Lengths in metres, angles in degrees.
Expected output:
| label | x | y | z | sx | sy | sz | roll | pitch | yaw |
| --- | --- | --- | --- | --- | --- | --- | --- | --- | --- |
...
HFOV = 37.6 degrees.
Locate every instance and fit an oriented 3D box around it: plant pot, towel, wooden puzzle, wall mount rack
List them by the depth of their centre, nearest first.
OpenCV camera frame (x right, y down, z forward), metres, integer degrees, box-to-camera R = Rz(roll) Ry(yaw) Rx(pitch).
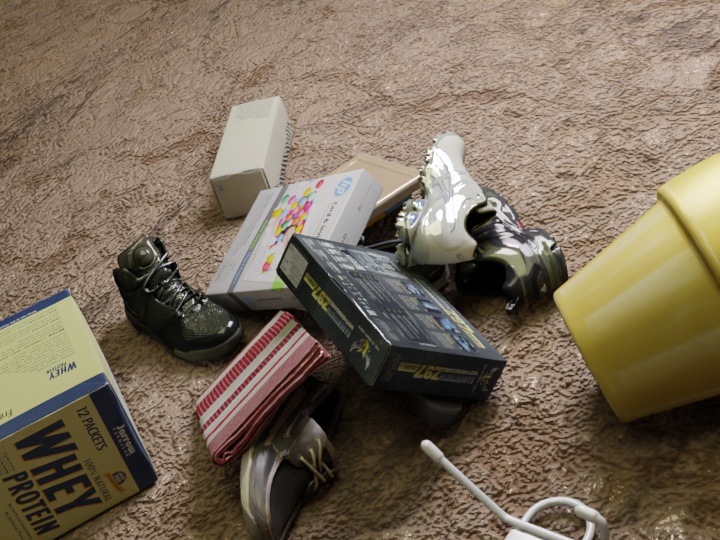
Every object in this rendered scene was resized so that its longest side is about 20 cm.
| label | x | y | z | sx | sy | sz | roll | pitch | yaw |
| --- | --- | --- | --- | --- | --- | --- | --- | --- | --- |
| wall mount rack | 0.094 | 0.224 | 0.832 | 0.172 | 0.075 | 0.200 | 13 | 45 | 37 |
| plant pot | 0.280 | 0.033 | 0.921 | 0.187 | 0.202 | 0.202 | -31 | 33 | 11 |
| towel | -0.103 | 0.110 | 1.036 | 0.144 | 0.023 | 0.200 | -46 | 15 | -4 |
| wooden puzzle | -0.022 | -0.081 | 1.320 | 0.184 | 0.038 | 0.199 | -33 | 24 | -20 |

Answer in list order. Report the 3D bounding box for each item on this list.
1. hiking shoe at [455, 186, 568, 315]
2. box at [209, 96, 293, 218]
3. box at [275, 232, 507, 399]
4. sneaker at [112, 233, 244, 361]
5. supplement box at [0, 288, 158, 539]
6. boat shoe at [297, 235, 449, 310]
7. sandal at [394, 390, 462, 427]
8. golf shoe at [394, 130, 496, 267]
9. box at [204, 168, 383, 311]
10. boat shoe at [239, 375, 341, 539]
| label | x | y | z | sx | sy | sz | roll | pitch | yaw |
| --- | --- | --- | --- | --- | --- | --- | --- | --- | --- |
| hiking shoe | 0.133 | -0.025 | 1.151 | 0.100 | 0.077 | 0.200 | -28 | 37 | -19 |
| box | -0.149 | -0.161 | 1.473 | 0.081 | 0.069 | 0.201 | -10 | 36 | 13 |
| box | 0.027 | 0.044 | 1.032 | 0.156 | 0.052 | 0.200 | 10 | 26 | -40 |
| sneaker | -0.218 | 0.031 | 1.209 | 0.076 | 0.115 | 0.198 | -40 | 42 | -26 |
| supplement box | -0.340 | 0.158 | 1.072 | 0.198 | 0.136 | 0.200 | -28 | 35 | -13 |
| boat shoe | 0.000 | 0.000 | 1.190 | 0.197 | 0.062 | 0.076 | -6 | 41 | 20 |
| sandal | 0.028 | 0.093 | 1.054 | 0.075 | 0.043 | 0.201 | 14 | 24 | -33 |
| golf shoe | 0.103 | -0.074 | 1.143 | 0.095 | 0.079 | 0.202 | 8 | 46 | 14 |
| box | -0.078 | -0.030 | 1.201 | 0.198 | 0.041 | 0.158 | -4 | 52 | 49 |
| boat shoe | -0.060 | 0.168 | 0.983 | 0.072 | 0.075 | 0.202 | -7 | 38 | 16 |
